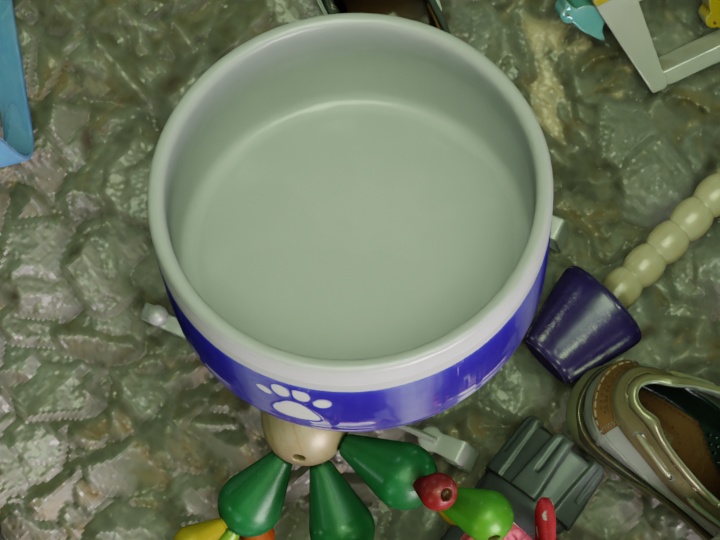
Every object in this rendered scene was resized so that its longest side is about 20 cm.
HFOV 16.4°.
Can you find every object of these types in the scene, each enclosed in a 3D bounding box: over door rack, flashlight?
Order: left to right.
[{"bbox_3d":[0.000,0.000,1.345,0.199,0.067,0.148,24,84,0],"label":"over door rack"},{"bbox_3d":[0.055,0.174,1.330,0.068,0.068,0.200,39,85,2],"label":"flashlight"}]

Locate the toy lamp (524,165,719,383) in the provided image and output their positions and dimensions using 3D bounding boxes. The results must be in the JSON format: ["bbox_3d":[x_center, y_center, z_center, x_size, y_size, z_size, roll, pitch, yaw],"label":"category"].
[{"bbox_3d":[0.170,-0.020,1.361,0.058,0.058,0.200,44,83,2],"label":"toy lamp"}]

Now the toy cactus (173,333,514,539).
[{"bbox_3d":[-0.025,0.115,1.285,0.199,0.102,0.166,-12,98,39],"label":"toy cactus"}]

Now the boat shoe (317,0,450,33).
[{"bbox_3d":[0.002,-0.173,1.363,0.072,0.068,0.201,-22,84,-5],"label":"boat shoe"}]

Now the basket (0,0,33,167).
[{"bbox_3d":[-0.220,-0.167,1.304,0.138,0.176,0.201,-16,71,10],"label":"basket"}]

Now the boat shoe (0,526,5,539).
[{"bbox_3d":[-0.165,0.222,1.317,0.066,0.072,0.202,-15,85,-14],"label":"boat shoe"}]

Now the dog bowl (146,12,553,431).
[{"bbox_3d":[-0.004,-0.024,1.249,0.199,0.079,0.201,-1,63,2],"label":"dog bowl"}]

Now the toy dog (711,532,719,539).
[{"bbox_3d":[0.245,0.129,1.202,0.200,0.139,0.194,-41,112,-23],"label":"toy dog"}]

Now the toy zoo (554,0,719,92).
[{"bbox_3d":[0.198,-0.180,1.353,0.199,0.020,0.132,-24,122,1],"label":"toy zoo"}]

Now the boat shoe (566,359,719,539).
[{"bbox_3d":[0.205,0.111,1.327,0.199,0.068,0.075,26,75,-14],"label":"boat shoe"}]

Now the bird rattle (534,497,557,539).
[{"bbox_3d":[0.157,0.198,1.271,0.163,0.200,0.113,30,75,40],"label":"bird rattle"}]

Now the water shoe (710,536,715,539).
[{"bbox_3d":[0.265,0.185,1.303,0.199,0.072,0.079,15,39,-19],"label":"water shoe"}]
